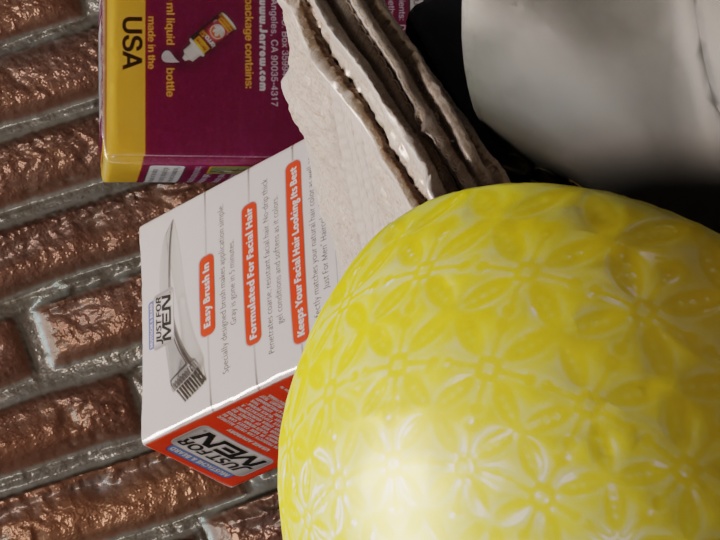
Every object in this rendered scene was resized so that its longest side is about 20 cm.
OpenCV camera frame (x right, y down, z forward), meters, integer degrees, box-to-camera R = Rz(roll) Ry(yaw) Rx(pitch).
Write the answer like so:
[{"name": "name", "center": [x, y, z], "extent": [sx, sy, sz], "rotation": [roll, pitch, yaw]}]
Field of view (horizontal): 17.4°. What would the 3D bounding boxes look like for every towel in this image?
[{"name": "towel", "center": [0.020, -0.003, 0.763], "extent": [0.133, 0.034, 0.201], "rotation": [59, 171, 36]}]

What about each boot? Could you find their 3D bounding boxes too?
[{"name": "boot", "center": [0.098, -0.008, 0.668], "extent": [0.077, 0.137, 0.202], "rotation": [-30, -60, -53]}]

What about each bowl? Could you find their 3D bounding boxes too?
[{"name": "bowl", "center": [0.050, 0.087, 0.633], "extent": [0.199, 0.108, 0.201], "rotation": [21, 134, 23]}]

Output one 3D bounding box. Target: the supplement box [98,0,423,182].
[{"name": "supplement box", "center": [-0.020, -0.093, 1.067], "extent": [0.131, 0.198, 0.104], "rotation": [162, 108, -82]}]

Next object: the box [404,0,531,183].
[{"name": "box", "center": [0.095, 0.002, 0.786], "extent": [0.201, 0.104, 0.182], "rotation": [63, 173, 5]}]

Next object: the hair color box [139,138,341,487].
[{"name": "hair color box", "center": [0.000, 0.000, 0.974], "extent": [0.064, 0.199, 0.112], "rotation": [33, -138, -43]}]
